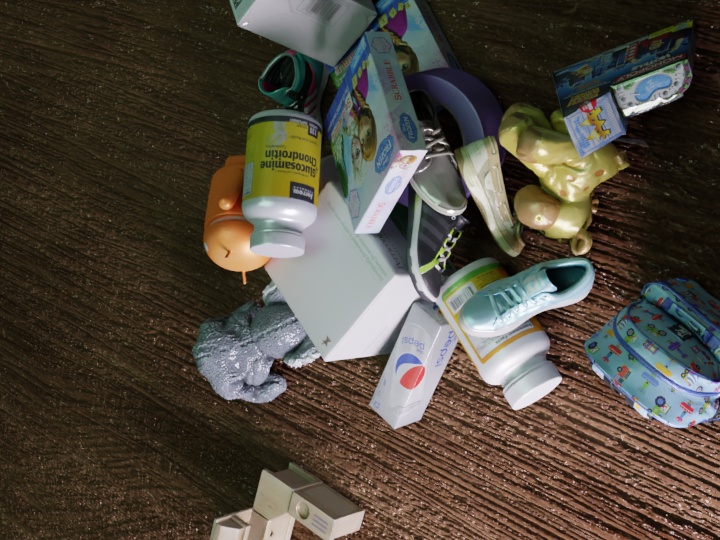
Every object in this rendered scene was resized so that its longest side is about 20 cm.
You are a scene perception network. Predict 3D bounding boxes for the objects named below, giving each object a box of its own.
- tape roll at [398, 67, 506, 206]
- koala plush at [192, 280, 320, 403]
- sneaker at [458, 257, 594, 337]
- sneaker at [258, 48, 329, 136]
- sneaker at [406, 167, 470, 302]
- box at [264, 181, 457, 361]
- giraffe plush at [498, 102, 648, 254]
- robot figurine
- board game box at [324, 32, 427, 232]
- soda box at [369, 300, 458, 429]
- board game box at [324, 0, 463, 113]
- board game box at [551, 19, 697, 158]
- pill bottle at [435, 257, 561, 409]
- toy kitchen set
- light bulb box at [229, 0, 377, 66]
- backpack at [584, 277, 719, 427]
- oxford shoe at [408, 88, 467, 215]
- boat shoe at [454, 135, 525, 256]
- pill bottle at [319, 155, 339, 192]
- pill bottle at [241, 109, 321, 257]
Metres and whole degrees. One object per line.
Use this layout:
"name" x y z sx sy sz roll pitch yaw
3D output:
"tape roll" 0.110 -0.194 1.595 0.199 0.085 0.201 10 111 28
"koala plush" -0.160 0.117 1.822 0.199 0.183 0.178 -26 76 25
"sneaker" 0.226 0.025 1.470 0.082 0.199 0.074 87 158 -65
"sneaker" -0.115 -0.274 1.785 0.083 0.120 0.202 14 101 38
"sneaker" 0.112 -0.056 1.524 0.082 0.072 0.202 -3 86 20
"box" 0.000 0.000 1.668 0.200 0.171 0.199 -50 61 30
"giraffe plush" 0.271 -0.119 1.475 0.199 0.173 0.163 15 116 3
"robot figurine" -0.184 -0.086 1.680 0.144 0.116 0.201 -42 38 51
"board game box" 0.016 -0.189 1.510 0.200 0.041 0.201 120 140 -53
"soda box" 0.087 0.142 1.659 0.063 0.068 0.201 40 121 31
"board game box" 0.051 -0.314 1.697 0.200 0.041 0.200 -38 70 34
"board game box" 0.328 -0.224 1.368 0.199 0.200 0.062 -17 115 29
"pill bottle" 0.200 0.092 1.547 0.111 0.111 0.201 -44 65 32
"toy kitchen set" -0.133 0.459 1.805 0.180 0.163 0.201 26 108 36
"light bulb box" -0.105 -0.456 1.692 0.125 0.197 0.201 -43 50 31
"backpack" 0.383 0.103 1.339 0.183 0.199 0.135 46 119 29
"oxford shoe" 0.095 -0.167 1.492 0.058 0.075 0.201 -50 56 53
"boat shoe" 0.196 -0.101 1.517 0.063 0.201 0.073 -25 34 12
"pill bottle" -0.106 -0.119 1.788 0.199 0.114 0.115 -17 81 39
"pill bottle" -0.116 -0.125 1.589 0.112 0.112 0.202 -8 74 39
